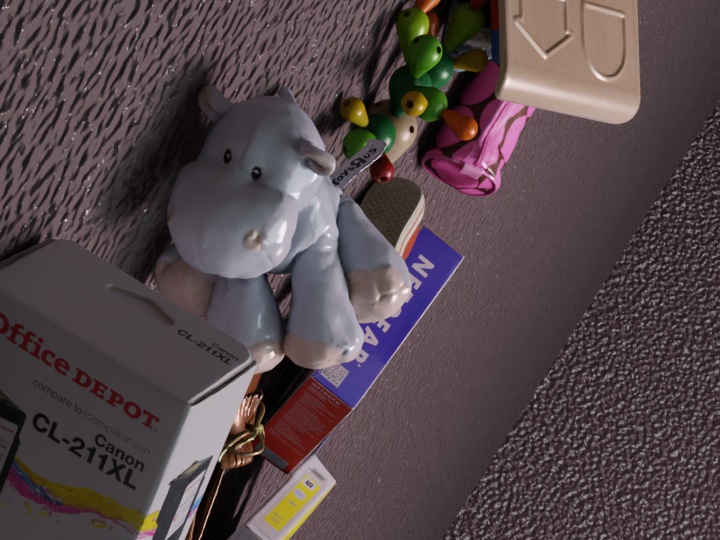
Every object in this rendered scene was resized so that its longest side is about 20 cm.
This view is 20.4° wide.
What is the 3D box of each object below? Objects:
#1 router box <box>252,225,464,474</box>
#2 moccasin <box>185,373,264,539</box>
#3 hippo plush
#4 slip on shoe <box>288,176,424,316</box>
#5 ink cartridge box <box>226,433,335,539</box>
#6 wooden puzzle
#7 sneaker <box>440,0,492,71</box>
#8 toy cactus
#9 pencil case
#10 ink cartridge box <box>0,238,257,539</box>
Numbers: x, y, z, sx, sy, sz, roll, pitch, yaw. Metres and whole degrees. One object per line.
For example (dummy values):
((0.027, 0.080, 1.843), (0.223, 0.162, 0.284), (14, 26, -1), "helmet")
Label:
((-0.005, 0.074, 1.829), (0.200, 0.049, 0.180), (-53, -178, -33), "router box")
((-0.111, 0.136, 1.576), (0.202, 0.078, 0.074), (-61, 168, 4), "moccasin")
((-0.042, -0.035, 1.274), (0.200, 0.159, 0.161), (-56, 168, -16), "hippo plush")
((0.000, 0.000, 1.732), (0.061, 0.074, 0.200), (92, 23, -44), "slip on shoe")
((-0.105, 0.265, 1.881), (0.198, 0.047, 0.200), (-51, 172, 30), "ink cartridge box")
((0.166, -0.231, 1.673), (0.185, 0.046, 0.200), (6, 85, -46), "wooden puzzle")
((0.128, -0.241, 1.744), (0.200, 0.078, 0.086), (-40, 169, -41), "sneaker")
((0.043, -0.133, 1.596), (0.200, 0.102, 0.165), (-64, -178, -35), "toy cactus")
((0.139, -0.167, 1.890), (0.200, 0.091, 0.094), (-61, -157, -8), "pencil case")
((-0.166, 0.105, 1.122), (0.083, 0.146, 0.200), (-33, 150, -61), "ink cartridge box")
